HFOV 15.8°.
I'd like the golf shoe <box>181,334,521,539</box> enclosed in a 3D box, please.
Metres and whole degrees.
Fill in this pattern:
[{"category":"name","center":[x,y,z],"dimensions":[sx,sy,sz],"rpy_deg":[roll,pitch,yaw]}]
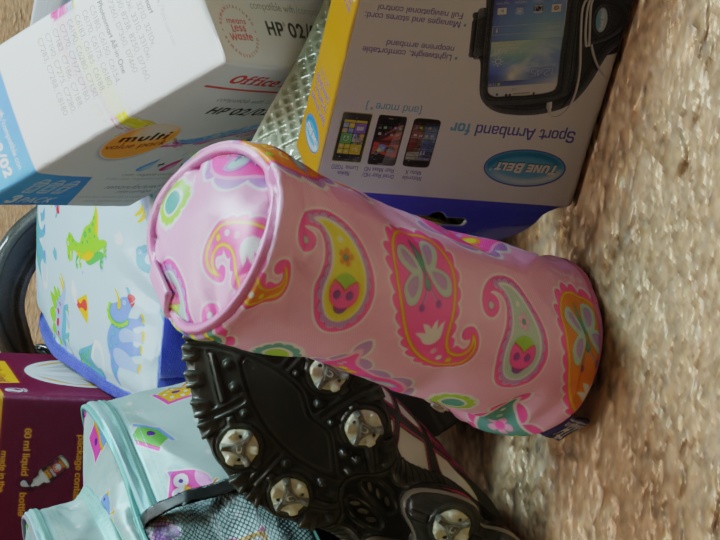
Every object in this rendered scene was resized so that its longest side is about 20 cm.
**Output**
[{"category":"golf shoe","center":[-0.009,0.079,1.138],"dimensions":[0.077,0.200,0.088],"rpy_deg":[-39,19,6]}]

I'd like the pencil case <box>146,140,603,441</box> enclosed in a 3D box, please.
[{"category":"pencil case","center":[0.009,0.012,1.048],"dimensions":[0.087,0.200,0.087],"rpy_deg":[-21,60,41]}]

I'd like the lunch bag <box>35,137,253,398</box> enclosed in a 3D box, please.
[{"category":"lunch bag","center":[-0.107,-0.026,1.399],"dimensions":[0.200,0.127,0.170],"rpy_deg":[-129,41,-74]}]

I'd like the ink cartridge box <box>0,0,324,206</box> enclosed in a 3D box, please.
[{"category":"ink cartridge box","center":[-0.082,-0.099,1.213],"dimensions":[0.200,0.115,0.068],"rpy_deg":[-28,77,31]}]

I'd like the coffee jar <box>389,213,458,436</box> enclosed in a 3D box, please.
[{"category":"coffee jar","center":[0.000,0.000,1.260],"dimensions":[0.200,0.085,0.104],"rpy_deg":[-121,37,-62]}]

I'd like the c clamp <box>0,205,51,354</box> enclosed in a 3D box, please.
[{"category":"c clamp","center":[-0.147,0.003,1.557],"dimensions":[0.027,0.200,0.171],"rpy_deg":[26,135,30]}]

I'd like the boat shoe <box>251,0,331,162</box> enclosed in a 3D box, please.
[{"category":"boat shoe","center":[0.020,-0.099,1.178],"dimensions":[0.075,0.062,0.200],"rpy_deg":[20,74,40]}]

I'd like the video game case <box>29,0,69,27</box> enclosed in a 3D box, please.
[{"category":"video game case","center":[-0.119,-0.222,1.443],"dimensions":[0.182,0.024,0.200],"rpy_deg":[-55,-4,-26]}]

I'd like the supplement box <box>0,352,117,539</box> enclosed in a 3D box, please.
[{"category":"supplement box","center":[-0.120,0.099,1.427],"dimensions":[0.110,0.200,0.086],"rpy_deg":[-146,60,-70]}]

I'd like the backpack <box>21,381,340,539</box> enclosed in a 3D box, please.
[{"category":"backpack","center":[-0.077,0.151,1.216],"dimensions":[0.176,0.153,0.200],"rpy_deg":[87,170,-51]}]

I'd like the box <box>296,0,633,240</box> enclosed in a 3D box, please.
[{"category":"box","center":[0.048,-0.103,1.076],"dimensions":[0.041,0.119,0.200],"rpy_deg":[-110,30,-52]}]
